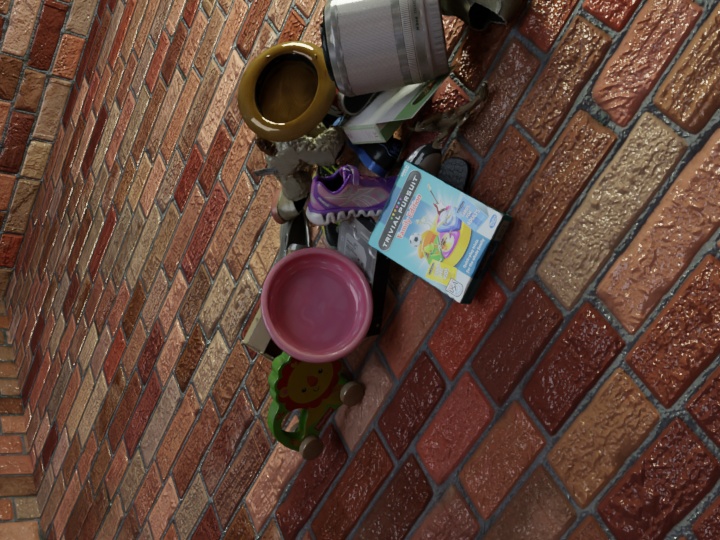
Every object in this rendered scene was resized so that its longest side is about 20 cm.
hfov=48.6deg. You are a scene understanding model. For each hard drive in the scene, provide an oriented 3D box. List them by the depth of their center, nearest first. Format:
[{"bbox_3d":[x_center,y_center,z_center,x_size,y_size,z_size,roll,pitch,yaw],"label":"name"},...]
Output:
[{"bbox_3d":[0.000,0.000,1.463,0.140,0.037,0.204,45,135,47],"label":"hard drive"}]

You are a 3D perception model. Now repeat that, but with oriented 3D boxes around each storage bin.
[{"bbox_3d":[-0.143,0.073,1.520,0.203,0.092,0.198,-63,5,-9],"label":"storage bin"}]

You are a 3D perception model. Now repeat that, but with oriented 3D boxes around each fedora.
[{"bbox_3d":[-0.125,-0.312,1.442,0.195,0.082,0.206,-4,70,10],"label":"fedora"}]

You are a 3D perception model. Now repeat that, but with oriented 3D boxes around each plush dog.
[{"bbox_3d":[-0.125,-0.264,1.552,0.200,0.158,0.175,-44,28,41],"label":"plush dog"}]

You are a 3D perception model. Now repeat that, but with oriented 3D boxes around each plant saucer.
[{"bbox_3d":[-0.077,0.063,1.391,0.051,0.195,0.206,120,146,-70],"label":"plant saucer"}]

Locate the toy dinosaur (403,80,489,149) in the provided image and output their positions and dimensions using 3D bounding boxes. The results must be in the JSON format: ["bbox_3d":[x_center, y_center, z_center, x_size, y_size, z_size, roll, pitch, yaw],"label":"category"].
[{"bbox_3d":[0.137,-0.246,1.337,0.197,0.101,0.059,-19,109,43],"label":"toy dinosaur"}]

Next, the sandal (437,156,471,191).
[{"bbox_3d":[0.141,-0.087,1.336,0.074,0.045,0.205,19,88,30],"label":"sandal"}]

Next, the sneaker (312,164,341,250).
[{"bbox_3d":[-0.057,-0.121,1.592,0.077,0.074,0.204,127,144,-47],"label":"sneaker"}]

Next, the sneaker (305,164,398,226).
[{"bbox_3d":[-0.004,-0.145,1.414,0.081,0.195,0.090,-118,19,-54],"label":"sneaker"}]

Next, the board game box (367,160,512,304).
[{"bbox_3d":[0.123,-0.063,1.283,0.198,0.047,0.154,32,103,28],"label":"board game box"}]

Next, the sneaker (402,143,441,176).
[{"bbox_3d":[0.103,-0.119,1.377,0.080,0.072,0.204,45,127,42],"label":"sneaker"}]

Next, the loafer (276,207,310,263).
[{"bbox_3d":[-0.137,-0.035,1.672,0.069,0.068,0.205,-30,59,55],"label":"loafer"}]

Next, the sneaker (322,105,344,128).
[{"bbox_3d":[-0.044,-0.348,1.586,0.108,0.068,0.205,-154,78,-70],"label":"sneaker"}]

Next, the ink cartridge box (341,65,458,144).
[{"bbox_3d":[0.074,-0.287,1.395,0.198,0.048,0.146,9,53,51],"label":"ink cartridge box"}]

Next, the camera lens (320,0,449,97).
[{"bbox_3d":[0.040,-0.381,1.312,0.195,0.160,0.164,-8,73,10],"label":"camera lens"}]

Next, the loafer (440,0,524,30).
[{"bbox_3d":[0.182,-0.438,1.312,0.198,0.074,0.071,19,83,52],"label":"loafer"}]

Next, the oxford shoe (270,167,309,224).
[{"bbox_3d":[-0.125,-0.190,1.673,0.074,0.070,0.205,-10,58,39],"label":"oxford shoe"}]

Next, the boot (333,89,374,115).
[{"bbox_3d":[0.006,-0.384,1.473,0.200,0.073,0.144,-44,38,-5],"label":"boot"}]

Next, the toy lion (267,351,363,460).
[{"bbox_3d":[-0.100,0.223,1.452,0.202,0.191,0.068,-53,40,-1],"label":"toy lion"}]

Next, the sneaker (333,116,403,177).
[{"bbox_3d":[0.017,-0.255,1.520,0.078,0.069,0.201,-52,45,15],"label":"sneaker"}]
